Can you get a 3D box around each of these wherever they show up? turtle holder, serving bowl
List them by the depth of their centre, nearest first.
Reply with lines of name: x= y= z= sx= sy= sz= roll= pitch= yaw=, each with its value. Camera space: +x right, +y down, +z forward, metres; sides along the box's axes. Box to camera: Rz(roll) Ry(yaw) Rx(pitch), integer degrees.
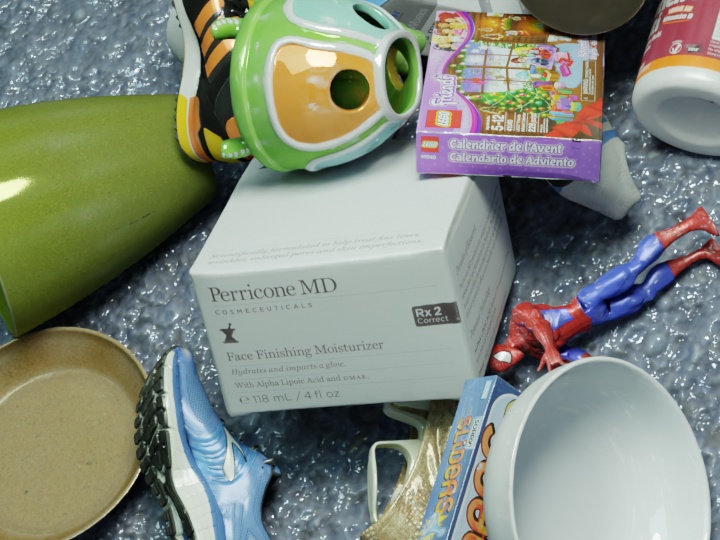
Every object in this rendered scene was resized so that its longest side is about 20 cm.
serving bowl: x=0.155 y=0.162 z=1.510 sx=0.066 sy=0.200 sz=0.200 roll=-13 pitch=50 yaw=49
turtle holder: x=-0.019 y=-0.141 z=1.648 sx=0.132 sy=0.185 sz=0.141 roll=-1 pitch=79 yaw=25

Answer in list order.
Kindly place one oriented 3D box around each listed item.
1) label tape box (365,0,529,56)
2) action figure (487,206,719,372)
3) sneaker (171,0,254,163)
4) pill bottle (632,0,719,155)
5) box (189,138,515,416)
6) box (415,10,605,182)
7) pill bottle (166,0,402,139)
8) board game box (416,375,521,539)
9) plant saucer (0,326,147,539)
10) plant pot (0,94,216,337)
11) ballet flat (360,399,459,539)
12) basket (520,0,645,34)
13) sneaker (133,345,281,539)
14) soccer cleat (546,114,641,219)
label tape box: x=0.029 y=-0.252 z=1.803 sx=0.200 sy=0.063 sz=0.144 roll=7 pitch=49 yaw=-28
action figure: x=0.191 y=0.038 z=1.630 sx=0.200 sy=0.065 sz=0.099 roll=-27 pitch=42 yaw=2
sneaker: x=-0.097 y=-0.185 z=1.738 sx=0.090 sy=0.070 sz=0.200 roll=4 pitch=96 yaw=36
pill bottle: x=0.290 y=-0.200 z=1.718 sx=0.109 sy=0.110 sz=0.200 roll=7 pitch=62 yaw=24
box: x=0.000 y=0.000 z=1.640 sx=0.199 sy=0.131 sz=0.200 roll=-6 pitch=27 yaw=17
box: x=0.118 y=-0.136 z=1.659 sx=0.137 sy=0.039 sz=0.200 roll=3 pitch=33 yaw=5
pill bottle: x=-0.067 y=-0.170 z=1.826 sx=0.114 sy=0.114 sz=0.200 roll=-44 pitch=56 yaw=-10
board game box: x=0.102 y=0.193 z=1.527 sx=0.034 sy=0.135 sz=0.200 roll=-13 pitch=51 yaw=48
plant saucer: x=-0.252 y=0.141 z=1.747 sx=0.200 sy=0.035 sz=0.200 roll=-9 pitch=57 yaw=15
plant pot: x=-0.228 y=-0.067 z=1.798 sx=0.200 sy=0.187 sz=0.187 roll=-21 pitch=53 yaw=-13
ballet flat: x=0.043 y=0.126 z=1.624 sx=0.065 sy=0.071 sz=0.200 roll=18 pitch=61 yaw=-7
basket: x=0.191 y=-0.281 z=1.735 sx=0.180 sy=0.136 sz=0.200 roll=-32 pitch=18 yaw=33
sneaker: x=-0.114 y=0.151 z=1.666 sx=0.089 sy=0.079 sz=0.200 roll=-6 pitch=67 yaw=-28
soccer cleat: x=0.168 y=-0.105 z=1.738 sx=0.070 sy=0.086 sz=0.200 roll=-45 pitch=29 yaw=19
